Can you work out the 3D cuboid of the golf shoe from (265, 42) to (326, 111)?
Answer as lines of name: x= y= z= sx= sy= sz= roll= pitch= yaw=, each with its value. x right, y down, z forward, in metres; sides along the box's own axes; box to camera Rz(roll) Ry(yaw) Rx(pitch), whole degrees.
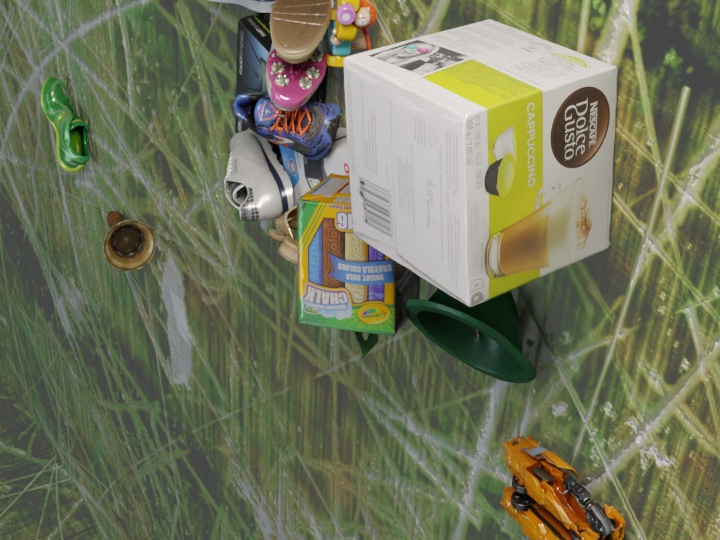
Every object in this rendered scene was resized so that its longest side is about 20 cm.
golf shoe: x=-0.085 y=-0.249 z=1.630 sx=0.201 sy=0.075 sz=0.092 roll=-85 pitch=11 yaw=-48

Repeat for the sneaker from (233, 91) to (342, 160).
sneaker: x=-0.096 y=-0.188 z=1.653 sx=0.199 sy=0.078 sz=0.076 roll=13 pitch=89 yaw=52

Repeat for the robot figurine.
robot figurine: x=0.237 y=0.283 z=1.517 sx=0.200 sy=0.058 sz=0.146 roll=39 pitch=140 yaw=47

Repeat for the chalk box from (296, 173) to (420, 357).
chalk box: x=0.000 y=0.000 z=1.559 sx=0.123 sy=0.125 sz=0.202 roll=7 pitch=110 yaw=16

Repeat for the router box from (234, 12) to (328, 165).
router box: x=-0.114 y=-0.237 z=1.820 sx=0.150 sy=0.062 sz=0.201 roll=49 pitch=147 yaw=37

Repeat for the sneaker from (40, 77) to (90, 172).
sneaker: x=-0.598 y=-0.305 z=2.688 sx=0.083 sy=0.074 sz=0.202 roll=-19 pitch=87 yaw=38

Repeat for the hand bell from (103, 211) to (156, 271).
hand bell: x=-0.478 y=-0.081 z=2.608 sx=0.200 sy=0.103 sz=0.105 roll=-134 pitch=33 yaw=-62

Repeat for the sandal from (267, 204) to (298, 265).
sandal: x=-0.069 y=-0.052 z=1.678 sx=0.070 sy=0.077 sz=0.212 roll=-62 pitch=9 yaw=5

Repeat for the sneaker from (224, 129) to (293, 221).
sneaker: x=-0.155 y=-0.133 z=1.792 sx=0.200 sy=0.080 sz=0.077 roll=-125 pitch=22 yaw=-53

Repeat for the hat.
hat: x=0.156 y=0.007 z=1.530 sx=0.200 sy=0.177 sz=0.165 roll=38 pitch=161 yaw=-23

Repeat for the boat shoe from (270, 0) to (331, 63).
boat shoe: x=-0.068 y=-0.310 z=1.579 sx=0.065 sy=0.071 sz=0.201 roll=94 pitch=-177 yaw=-48

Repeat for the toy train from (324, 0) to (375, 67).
toy train: x=-0.009 y=-0.336 z=1.579 sx=0.200 sy=0.055 sz=0.152 roll=106 pitch=164 yaw=-64

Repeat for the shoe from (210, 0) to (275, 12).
shoe: x=-0.166 y=-0.418 z=1.796 sx=0.199 sy=0.071 sz=0.092 roll=26 pitch=129 yaw=47

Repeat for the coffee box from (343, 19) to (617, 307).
coffee box: x=0.121 y=-0.117 z=1.315 sx=0.200 sy=0.197 sz=0.201 roll=33 pitch=134 yaw=47

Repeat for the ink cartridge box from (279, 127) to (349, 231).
ink cartridge box: x=-0.014 y=-0.103 z=1.699 sx=0.200 sy=0.083 sz=0.146 roll=16 pitch=121 yaw=58
